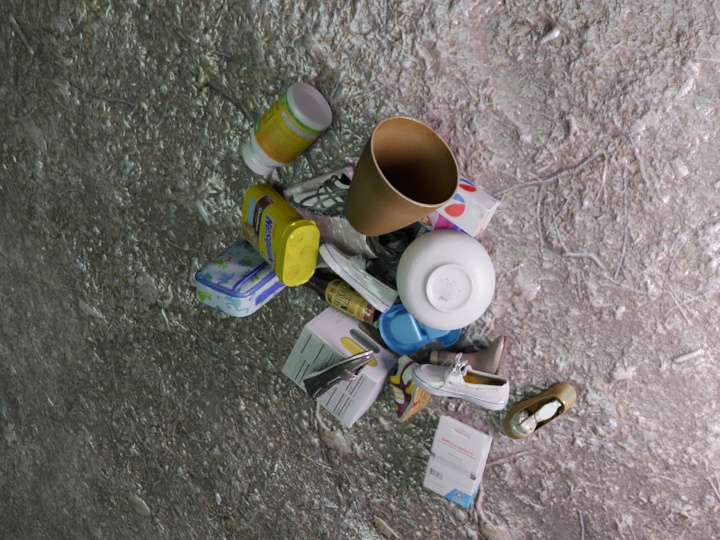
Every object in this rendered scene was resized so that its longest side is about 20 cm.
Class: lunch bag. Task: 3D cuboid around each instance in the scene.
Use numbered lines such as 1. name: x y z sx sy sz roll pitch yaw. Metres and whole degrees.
1. lunch bag: -0.262 0.016 1.791 0.159 0.200 0.084 21 127 24

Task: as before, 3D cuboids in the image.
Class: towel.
1. towel: -0.063 -0.109 1.719 0.189 0.032 0.203 -12 104 35

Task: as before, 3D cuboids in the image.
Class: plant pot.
1. plant pot: 0.055 -0.152 1.476 0.187 0.186 0.200 51 142 3

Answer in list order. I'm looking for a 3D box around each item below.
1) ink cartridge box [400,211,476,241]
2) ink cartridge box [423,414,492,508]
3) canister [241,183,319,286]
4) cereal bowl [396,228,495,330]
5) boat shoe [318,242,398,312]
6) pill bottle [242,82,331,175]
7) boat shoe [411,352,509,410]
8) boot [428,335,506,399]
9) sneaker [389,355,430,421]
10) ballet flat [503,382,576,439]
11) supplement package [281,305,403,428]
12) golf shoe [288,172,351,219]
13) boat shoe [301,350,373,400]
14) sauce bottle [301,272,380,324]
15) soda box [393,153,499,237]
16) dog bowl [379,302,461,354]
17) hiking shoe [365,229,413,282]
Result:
1. ink cartridge box: 0.133 -0.099 1.600 0.199 0.037 0.095 40 125 9
2. ink cartridge box: 0.216 0.403 1.736 0.115 0.068 0.203 22 120 22
3. canister: -0.180 -0.082 1.727 0.200 0.086 0.150 43 135 40
4. cereal bowl: 0.170 0.024 1.542 0.196 0.083 0.204 -1 103 -3
5. boat shoe: 0.000 0.000 1.680 0.199 0.074 0.066 41 103 5
6. pill bottle: -0.160 -0.288 1.654 0.199 0.111 0.112 -37 89 37
7. boat shoe: 0.199 0.208 1.571 0.199 0.075 0.087 17 125 19
8. boot: 0.215 0.195 1.637 0.144 0.071 0.202 17 128 11
9. sneaker: 0.103 0.254 1.725 0.090 0.074 0.201 51 152 22
10. ballet flat: 0.352 0.293 1.609 0.069 0.063 0.200 47 127 7
11. supplement package: -0.037 0.204 1.757 0.199 0.151 0.152 37 122 12
12. golf shoe: -0.059 -0.157 1.645 0.197 0.077 0.096 11 91 29
13. boat shoe: -0.040 0.216 1.631 0.199 0.066 0.058 -27 83 38
14. sauce bottle: -0.048 0.053 1.756 0.198 0.066 0.067 23 121 20
15. soda box: 0.167 -0.154 1.536 0.199 0.064 0.069 36 125 14
16. dog bowl: 0.133 0.109 1.676 0.198 0.049 0.113 -18 100 36
17. hiking shoe: 0.086 -0.026 1.608 0.199 0.076 0.101 41 166 13
